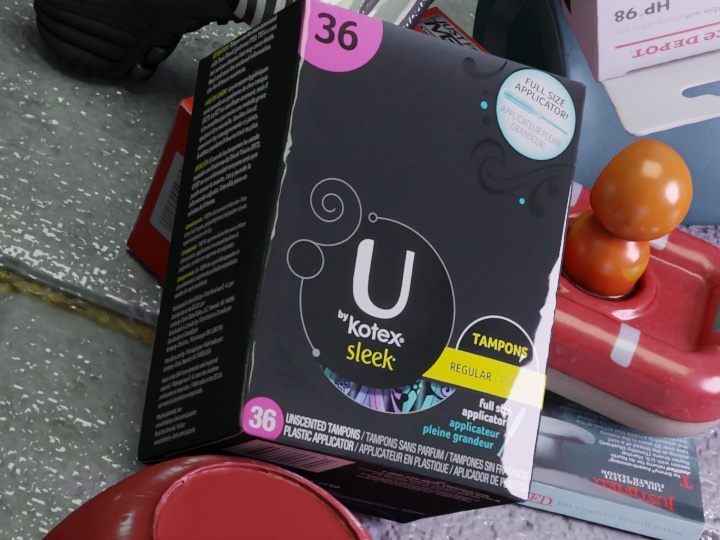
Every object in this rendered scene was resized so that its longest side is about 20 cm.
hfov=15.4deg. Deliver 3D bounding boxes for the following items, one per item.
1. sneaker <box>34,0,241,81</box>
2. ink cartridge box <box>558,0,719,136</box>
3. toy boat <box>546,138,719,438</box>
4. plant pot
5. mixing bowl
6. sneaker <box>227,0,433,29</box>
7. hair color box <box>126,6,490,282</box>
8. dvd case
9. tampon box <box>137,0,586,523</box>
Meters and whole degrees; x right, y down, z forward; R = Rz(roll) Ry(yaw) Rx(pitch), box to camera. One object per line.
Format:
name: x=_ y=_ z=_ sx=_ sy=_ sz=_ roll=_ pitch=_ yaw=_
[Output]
sneaker: x=-0.086 y=-0.147 z=1.436 sx=0.199 sy=0.099 sz=0.071 roll=12 pitch=42 yaw=0
ink cartridge box: x=0.158 y=-0.170 z=1.377 sx=0.116 sy=0.067 sz=0.200 roll=-15 pitch=48 yaw=-7
toy boat: x=0.124 y=-0.014 z=1.356 sx=0.200 sy=0.131 sz=0.131 roll=24 pitch=38 yaw=-2
plant pot: x=0.170 y=-0.113 z=1.490 sx=0.187 sy=0.200 sz=0.200 roll=-7 pitch=48 yaw=-19
mixing bowl: x=-0.059 y=0.151 z=1.128 sx=0.200 sy=0.109 sz=0.200 roll=14 pitch=40 yaw=-12
sneaker: x=-0.002 y=-0.182 z=1.359 sx=0.115 sy=0.076 sz=0.201 roll=35 pitch=49 yaw=0
hair color box: x=-0.020 y=-0.060 z=1.387 sx=0.061 sy=0.102 sz=0.200 roll=43 pitch=41 yaw=22
dvd case: x=0.104 y=0.049 z=1.396 sx=0.146 sy=0.022 sz=0.200 roll=15 pitch=39 yaw=-13
tampon box: x=0.000 y=0.000 z=1.223 sx=0.150 sy=0.126 sz=0.201 roll=14 pitch=75 yaw=-24
